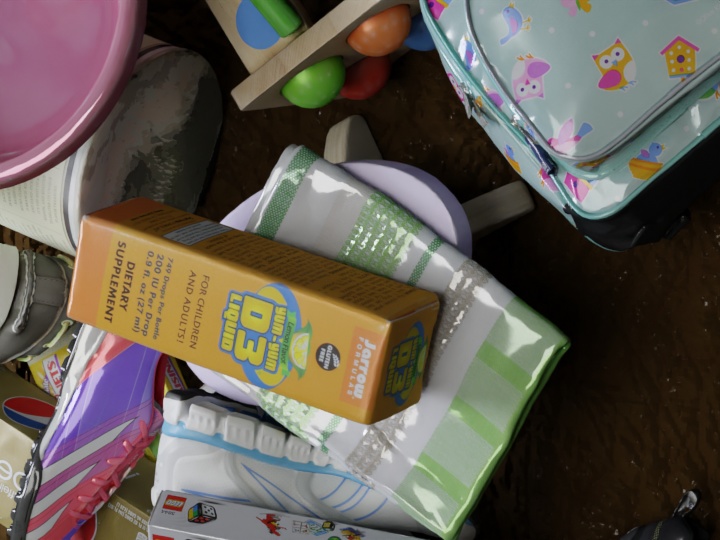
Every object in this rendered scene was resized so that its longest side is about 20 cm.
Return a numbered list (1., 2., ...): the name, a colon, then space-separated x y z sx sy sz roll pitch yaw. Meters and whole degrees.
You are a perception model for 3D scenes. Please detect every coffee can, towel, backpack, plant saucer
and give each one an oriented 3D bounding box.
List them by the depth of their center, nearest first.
1. backpack: 0.129 -0.135 1.508 0.176 0.153 0.200 -41 64 3
2. towel: 0.005 0.041 1.555 0.200 0.031 0.149 36 114 21
3. plant saucer: -0.207 -0.139 1.576 0.200 0.051 0.201 -5 77 21
4. coffee can: -0.208 -0.099 1.728 0.200 0.146 0.147 23 109 26

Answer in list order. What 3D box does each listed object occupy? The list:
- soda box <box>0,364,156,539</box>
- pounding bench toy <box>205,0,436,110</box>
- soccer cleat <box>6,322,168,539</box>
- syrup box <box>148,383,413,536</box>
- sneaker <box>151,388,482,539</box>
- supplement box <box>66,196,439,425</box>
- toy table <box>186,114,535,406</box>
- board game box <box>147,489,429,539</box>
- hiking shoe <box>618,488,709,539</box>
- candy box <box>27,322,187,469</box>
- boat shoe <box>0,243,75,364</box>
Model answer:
1. soda box: -0.194 0.134 1.778 0.200 0.064 0.068 30 113 26
2. pounding bench toy: -0.044 -0.175 1.584 0.124 0.200 0.156 -36 78 30
3. soccer cleat: -0.159 0.103 1.689 0.073 0.068 0.200 21 99 -1
4. syrup box: -0.036 0.156 1.705 0.079 0.081 0.200 -41 76 31
5. sneaker: -0.029 0.136 1.629 0.200 0.075 0.087 17 97 -2
6. supplement box: -0.061 0.021 1.537 0.200 0.069 0.067 17 107 21
7. toy table: 0.000 0.000 1.636 0.200 0.117 0.184 -14 90 32
8. board game box: -0.022 0.198 1.597 0.200 0.035 0.126 10 131 11
9. hiking shoe: 0.207 0.227 1.571 0.101 0.076 0.200 -41 76 33
10. candy box: -0.143 0.117 1.796 0.102 0.026 0.200 -27 84 35
11. boat shoe: -0.218 0.026 1.762 0.202 0.060 0.072 151 128 -73
